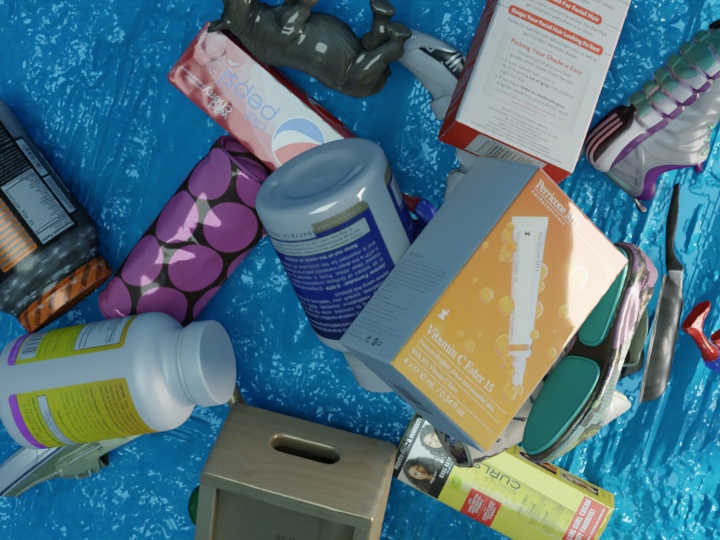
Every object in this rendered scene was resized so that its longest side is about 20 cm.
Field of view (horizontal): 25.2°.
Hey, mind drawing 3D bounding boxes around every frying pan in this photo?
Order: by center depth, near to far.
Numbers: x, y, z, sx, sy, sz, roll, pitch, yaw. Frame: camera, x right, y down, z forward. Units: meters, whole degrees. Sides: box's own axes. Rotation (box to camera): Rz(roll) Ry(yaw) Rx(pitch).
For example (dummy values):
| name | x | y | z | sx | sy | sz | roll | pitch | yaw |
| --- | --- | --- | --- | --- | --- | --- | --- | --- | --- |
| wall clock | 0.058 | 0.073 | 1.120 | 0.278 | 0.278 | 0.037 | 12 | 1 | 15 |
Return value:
| name | x | y | z | sx | sy | sz | roll | pitch | yaw |
| --- | --- | --- | --- | --- | --- | --- | --- | --- | --- |
| frying pan | 0.270 | 0.031 | 1.418 | 0.031 | 0.115 | 0.191 | 12 | 55 | 12 |

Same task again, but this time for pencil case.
| name | x | y | z | sx | sy | sz | roll | pitch | yaw |
| --- | --- | --- | --- | --- | --- | --- | --- | --- | --- |
| pencil case | 0.152 | 0.093 | 1.412 | 0.199 | 0.078 | 0.090 | -29 | 125 | -7 |
| pencil case | -0.148 | -0.021 | 1.467 | 0.093 | 0.091 | 0.200 | 35 | 105 | -24 |

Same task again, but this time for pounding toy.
| name | x | y | z | sx | sy | sz | roll | pitch | yaw |
| --- | --- | --- | --- | --- | --- | --- | --- | --- | --- |
| pounding toy | -0.076 | 0.198 | 1.459 | 0.198 | 0.143 | 0.185 | 14 | 126 | 7 |

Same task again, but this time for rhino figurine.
| name | x | y | z | sx | sy | sz | roll | pitch | yaw |
| --- | --- | --- | --- | --- | --- | --- | --- | --- | --- |
| rhino figurine | -0.057 | -0.212 | 1.395 | 0.199 | 0.060 | 0.088 | 23 | 125 | 2 |

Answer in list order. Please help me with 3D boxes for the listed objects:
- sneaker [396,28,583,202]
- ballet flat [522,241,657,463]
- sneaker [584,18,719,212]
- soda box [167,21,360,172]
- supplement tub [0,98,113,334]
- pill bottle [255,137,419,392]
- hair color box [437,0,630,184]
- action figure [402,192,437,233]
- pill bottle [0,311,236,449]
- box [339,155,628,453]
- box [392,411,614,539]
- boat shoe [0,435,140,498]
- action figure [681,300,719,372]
| name | x | y | z | sx | sy | sz | roll | pitch | yaw |
| --- | --- | --- | --- | --- | --- | --- | --- | --- | --- |
| sneaker | 0.088 | -0.122 | 1.418 | 0.199 | 0.075 | 0.115 | 35 | 99 | -1 |
| ballet flat | 0.204 | 0.076 | 1.354 | 0.071 | 0.069 | 0.201 | 25 | 84 | -32 |
| sneaker | 0.293 | -0.141 | 1.399 | 0.200 | 0.075 | 0.088 | -40 | 110 | 17 |
| soda box | -0.076 | -0.136 | 1.448 | 0.200 | 0.063 | 0.070 | 40 | 102 | 1 |
| supplement tub | -0.323 | -0.050 | 1.467 | 0.122 | 0.123 | 0.201 | -36 | 91 | 11 |
| pill bottle | 0.000 | 0.000 | 1.382 | 0.119 | 0.120 | 0.201 | -19 | 118 | 11 |
| hair color box | 0.152 | -0.184 | 1.358 | 0.110 | 0.064 | 0.201 | 23 | 75 | -8 |
| action figure | 0.095 | -0.013 | 1.425 | 0.199 | 0.052 | 0.066 | 24 | 145 | 13 |
| pill bottle | -0.213 | 0.095 | 1.414 | 0.198 | 0.104 | 0.105 | -10 | 96 | 20 |
| box | 0.101 | 0.025 | 1.313 | 0.124 | 0.097 | 0.201 | 42 | 80 | -25 |
| box | 0.128 | 0.196 | 1.469 | 0.199 | 0.050 | 0.076 | 28 | 100 | 4 |
| boat shoe | -0.262 | 0.163 | 1.514 | 0.199 | 0.072 | 0.062 | -35 | 93 | 9 |
| action figure | 0.365 | 0.094 | 1.399 | 0.099 | 0.065 | 0.201 | -41 | 121 | -11 |
